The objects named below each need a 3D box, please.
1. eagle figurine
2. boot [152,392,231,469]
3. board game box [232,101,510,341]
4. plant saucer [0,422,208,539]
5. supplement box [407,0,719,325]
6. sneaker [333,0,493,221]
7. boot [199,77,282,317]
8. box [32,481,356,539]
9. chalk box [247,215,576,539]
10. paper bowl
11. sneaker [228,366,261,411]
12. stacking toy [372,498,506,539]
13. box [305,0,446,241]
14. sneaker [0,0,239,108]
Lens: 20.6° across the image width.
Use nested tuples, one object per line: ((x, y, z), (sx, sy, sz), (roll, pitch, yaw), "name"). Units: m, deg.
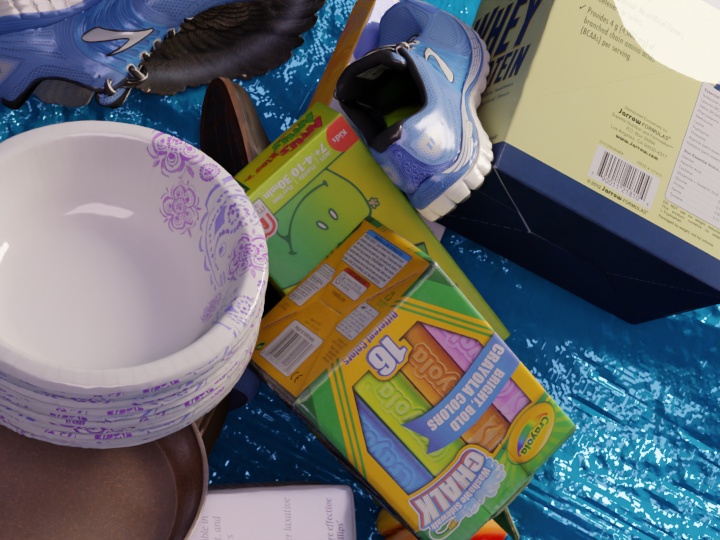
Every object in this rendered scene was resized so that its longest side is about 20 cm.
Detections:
((-0.142, -0.195, 1.376), (0.200, 0.150, 0.152), (-31, 132, -38), "eagle figurine")
((-0.154, 0.038, 1.283), (0.154, 0.077, 0.201), (11, 61, -1), "boot")
((0.000, 0.000, 1.298), (0.102, 0.048, 0.200), (-42, 114, -7), "board game box")
((-0.190, 0.131, 1.175), (0.199, 0.035, 0.201), (3, 46, -3), "plant saucer")
((0.171, -0.101, 1.347), (0.199, 0.134, 0.201), (27, 71, -18), "supplement box")
((0.032, -0.123, 1.275), (0.078, 0.200, 0.089), (-38, 121, 21), "sneaker")
((-0.046, -0.044, 1.392), (0.097, 0.075, 0.201), (-11, 80, -32), "boot")
((-0.109, 0.193, 1.286), (0.199, 0.184, 0.106), (-2, 84, -7), "box")
((0.041, 0.088, 1.244), (0.124, 0.125, 0.200), (-45, 116, -5), "chalk box")
((-0.158, 0.017, 1.183), (0.199, 0.105, 0.202), (6, 52, -7), "paper bowl")
((-0.161, 0.099, 1.332), (0.199, 0.074, 0.083), (-8, 60, -12), "sneaker")
((0.047, 0.148, 1.362), (0.109, 0.116, 0.201), (-11, 73, -11), "stacking toy")
((0.016, -0.081, 1.368), (0.119, 0.041, 0.201), (33, 63, -22), "box")
((-0.149, -0.154, 1.267), (0.199, 0.079, 0.090), (-16, 97, 8), "sneaker")
